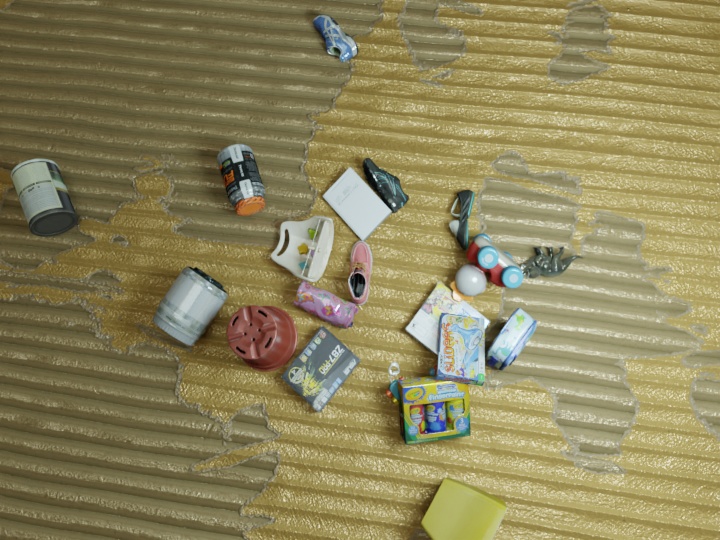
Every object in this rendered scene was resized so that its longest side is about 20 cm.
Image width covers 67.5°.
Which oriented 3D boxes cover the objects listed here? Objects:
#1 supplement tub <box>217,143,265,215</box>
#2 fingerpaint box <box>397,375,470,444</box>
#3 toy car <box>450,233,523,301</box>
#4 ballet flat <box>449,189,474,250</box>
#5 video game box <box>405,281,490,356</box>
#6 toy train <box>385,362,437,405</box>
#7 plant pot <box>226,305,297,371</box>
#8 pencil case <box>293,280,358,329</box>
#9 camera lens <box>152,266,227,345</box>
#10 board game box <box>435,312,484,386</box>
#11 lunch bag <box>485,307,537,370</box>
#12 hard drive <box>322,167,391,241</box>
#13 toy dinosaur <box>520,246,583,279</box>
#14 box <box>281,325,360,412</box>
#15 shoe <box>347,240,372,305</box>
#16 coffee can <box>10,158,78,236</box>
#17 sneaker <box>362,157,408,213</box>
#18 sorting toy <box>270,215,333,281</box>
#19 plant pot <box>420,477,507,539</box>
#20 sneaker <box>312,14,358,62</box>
[{"bbox_3d":[-0.381,-0.290,1.737,0.120,0.123,0.204,-20,77,-1],"label":"supplement tub"},{"bbox_3d":[0.211,0.393,1.541,0.194,0.073,0.172,-4,97,-9],"label":"fingerpaint box"},{"bbox_3d":[0.360,0.021,1.611,0.175,0.185,0.201,36,107,-6],"label":"toy car"},{"bbox_3d":[0.317,-0.160,1.701,0.067,0.068,0.205,6,69,14],"label":"ballet flat"},{"bbox_3d":[0.264,0.169,1.641,0.199,0.047,0.183,38,84,10],"label":"video game box"},{"bbox_3d":[0.167,0.331,1.593,0.195,0.056,0.154,8,94,-9],"label":"toy train"},{"bbox_3d":[-0.298,0.192,1.593,0.195,0.195,0.206,-1,78,3],"label":"plant pot"},{"bbox_3d":[-0.107,0.106,1.660,0.196,0.088,0.089,23,80,7],"label":"pencil case"},{"bbox_3d":[-0.515,0.103,1.642,0.158,0.160,0.202,32,82,9],"label":"camera lens"},{"bbox_3d":[0.289,0.223,1.548,0.132,0.035,0.204,7,54,3],"label":"board game box"},{"bbox_3d":[0.428,0.205,1.545,0.082,0.200,0.162,37,80,17],"label":"lunch bag"},{"bbox_3d":[-0.011,-0.214,1.737,0.132,0.026,0.200,-44,79,5],"label":"hard drive"},{"bbox_3d":[0.578,-0.022,1.659,0.194,0.077,0.105,1,90,-2],"label":"toy dinosaur"},{"bbox_3d":[-0.119,0.298,1.635,0.160,0.049,0.201,40,83,7],"label":"box"},{"bbox_3d":[0.000,0.000,1.668,0.069,0.091,0.206,2,78,4],"label":"shoe"},{"bbox_3d":[-1.026,-0.236,1.751,0.144,0.147,0.203,-27,78,-3],"label":"coffee can"},{"bbox_3d":[0.079,-0.283,1.742,0.078,0.075,0.202,-33,87,-14],"label":"sneaker"},{"bbox_3d":[-0.189,-0.075,1.698,0.176,0.107,0.205,15,80,14],"label":"sorting toy"},{"bbox_3d":[0.273,0.677,1.467,0.174,0.200,0.203,29,81,20],"label":"plant pot"},{"bbox_3d":[-0.098,-0.799,1.850,0.077,0.076,0.200,-43,78,-11],"label":"sneaker"}]
